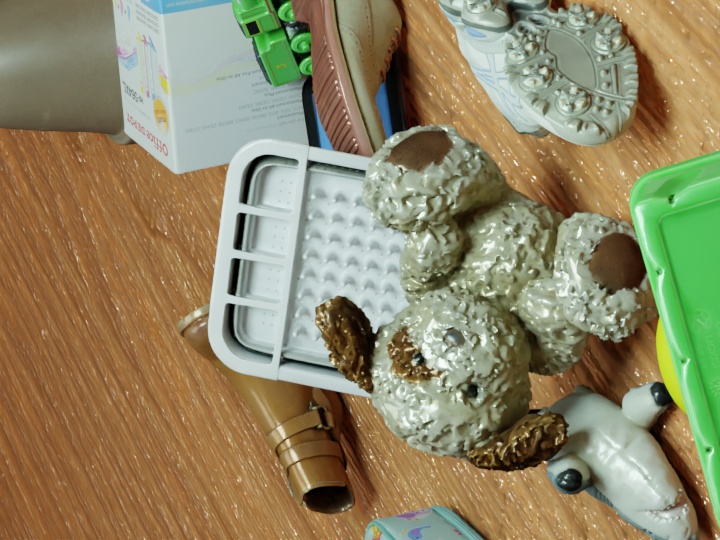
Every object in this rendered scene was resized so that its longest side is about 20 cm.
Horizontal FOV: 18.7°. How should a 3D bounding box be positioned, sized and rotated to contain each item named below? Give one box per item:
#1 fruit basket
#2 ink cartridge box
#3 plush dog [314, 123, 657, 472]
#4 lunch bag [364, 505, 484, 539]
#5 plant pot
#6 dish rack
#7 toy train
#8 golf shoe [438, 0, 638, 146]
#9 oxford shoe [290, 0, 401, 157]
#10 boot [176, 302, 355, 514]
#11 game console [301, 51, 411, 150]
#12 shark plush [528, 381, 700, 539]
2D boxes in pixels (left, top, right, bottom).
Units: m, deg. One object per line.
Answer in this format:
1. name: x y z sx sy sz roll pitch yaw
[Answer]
1. fruit basket: 0.216 0.034 1.119 0.216 0.155 0.217 51 -150 -45
2. ink cartridge box: -0.123 -0.176 1.796 0.128 0.124 0.201 -142 45 -58
3. plush dog: 0.070 0.033 1.361 0.199 0.172 0.161 30 167 12
4. lunch bag: 0.068 0.291 1.651 0.160 0.077 0.201 30 129 60
5. plant pot: -0.293 -0.209 2.132 0.200 0.173 0.202 166 90 -69
6. dish rack: 0.000 0.000 1.527 0.044 0.198 0.173 -53 -27 -71
7. toy train: -0.072 -0.208 1.662 0.200 0.056 0.042 67 -175 -57
8. golf shoe: 0.118 -0.116 1.341 0.200 0.078 0.098 -123 12 -52
9. oxford shoe: 0.001 -0.158 1.565 0.071 0.073 0.201 136 123 -68
10. boot: -0.072 0.114 1.788 0.200 0.076 0.156 41 -151 -60
11. game console: -0.035 -0.060 1.667 0.119 0.172 0.200 52 161 -11
12. shark plush: 0.144 0.127 1.397 0.083 0.091 0.200 51 159 -18
